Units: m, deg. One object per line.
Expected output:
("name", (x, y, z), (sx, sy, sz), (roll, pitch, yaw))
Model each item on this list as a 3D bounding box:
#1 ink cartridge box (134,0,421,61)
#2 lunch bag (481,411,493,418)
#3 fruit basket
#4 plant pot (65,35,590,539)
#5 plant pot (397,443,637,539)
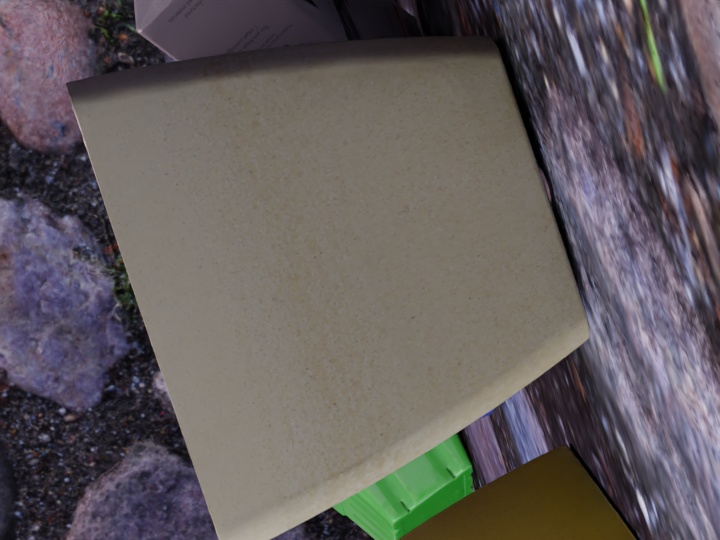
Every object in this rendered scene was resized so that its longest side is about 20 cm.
("ink cartridge box", (-0.024, -0.117, 0.976), (0.200, 0.068, 0.116), (36, -156, -31))
("lunch bag", (0.000, 0.000, 1.251), (0.200, 0.127, 0.170), (56, 168, 41))
("fruit basket", (0.020, 0.147, 1.758), (0.216, 0.155, 0.216), (53, 171, 13))
("plant pot", (-0.009, -0.008, 0.835), (0.200, 0.177, 0.200), (-170, 61, -87))
("plant pot", (0.067, 0.232, 0.918), (0.200, 0.176, 0.201), (-118, 10, -75))
